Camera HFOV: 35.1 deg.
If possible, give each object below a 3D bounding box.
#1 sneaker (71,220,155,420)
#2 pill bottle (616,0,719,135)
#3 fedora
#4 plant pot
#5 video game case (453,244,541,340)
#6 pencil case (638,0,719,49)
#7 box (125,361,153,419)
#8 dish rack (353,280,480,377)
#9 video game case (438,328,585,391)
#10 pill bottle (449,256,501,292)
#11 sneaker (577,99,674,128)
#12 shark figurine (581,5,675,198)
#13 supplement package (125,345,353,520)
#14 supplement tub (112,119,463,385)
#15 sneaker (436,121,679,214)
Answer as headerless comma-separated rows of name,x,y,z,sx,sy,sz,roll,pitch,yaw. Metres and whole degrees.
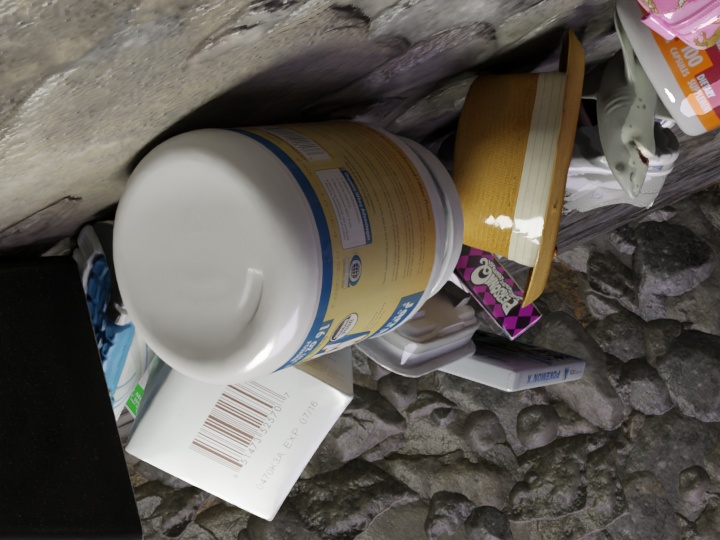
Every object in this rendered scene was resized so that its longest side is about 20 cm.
sneaker,-0.162,0.048,0.793,0.087,0.075,0.200,-14,142,-47
pill bottle,0.279,-0.182,0.742,0.200,0.113,0.113,-29,172,22
fedora,0.109,-0.076,0.821,0.082,0.201,0.201,10,176,7
plant pot,-0.283,0.111,0.695,0.200,0.200,0.177,-30,158,31
video game case,0.084,-0.019,0.970,0.036,0.181,0.200,-38,172,4
pencil case,0.236,-0.197,0.605,0.086,0.083,0.200,-19,172,-44
box,-0.104,0.066,1.085,0.200,0.097,0.177,-20,154,-53
dish rack,0.000,0.000,0.891,0.044,0.200,0.172,-58,161,18
video game case,0.080,0.067,1.023,0.200,0.022,0.182,15,-174,28
pill bottle,0.081,-0.020,1.236,0.200,0.111,0.111,-26,173,4
sneaker,0.191,-0.125,1.029,0.200,0.081,0.088,-35,165,23
shark figurine,0.212,-0.147,0.885,0.089,0.128,0.214,-14,-164,42
supplement package,-0.083,0.066,0.842,0.117,0.117,0.200,-58,-168,18
supplement tub,-0.036,-0.019,0.706,0.145,0.145,0.200,-30,171,34
sneaker,0.163,-0.078,0.959,0.200,0.075,0.082,3,130,2
